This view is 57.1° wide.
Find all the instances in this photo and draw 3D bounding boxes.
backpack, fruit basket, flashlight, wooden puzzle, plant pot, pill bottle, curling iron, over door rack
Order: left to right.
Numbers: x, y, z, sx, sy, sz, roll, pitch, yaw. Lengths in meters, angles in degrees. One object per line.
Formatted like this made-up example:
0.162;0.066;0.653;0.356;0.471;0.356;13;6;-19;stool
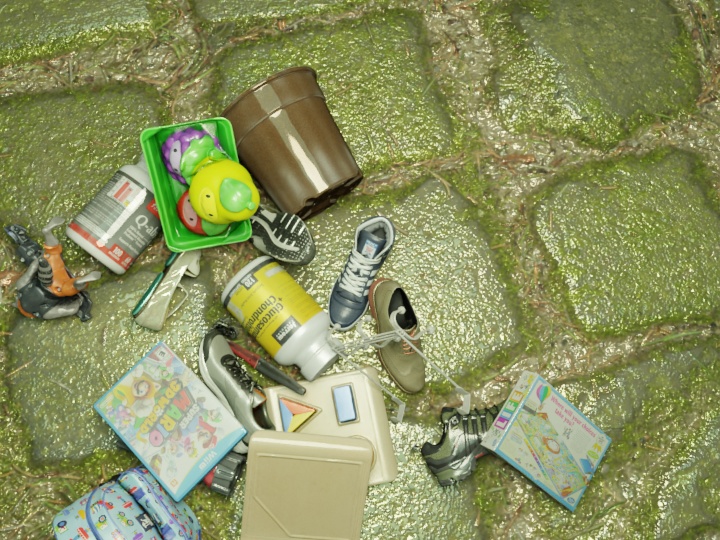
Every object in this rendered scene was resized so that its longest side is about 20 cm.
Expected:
-0.331;0.377;0.939;0.135;0.200;0.183;-38;79;-8;backpack
-0.380;-0.103;1.102;0.116;0.116;0.200;36;78;7;pill bottle
-0.283;0.288;1.038;0.200;0.068;0.068;17;78;7;flashlight
-0.234;-0.123;0.996;0.155;0.216;0.216;-10;76;-7;fruit basket
-0.170;0.142;1.075;0.200;0.050;0.026;36;45;16;curling iron
-0.121;0.080;1.068;0.112;0.112;0.200;-44;81;-11;pill bottle
-0.109;-0.198;1.106;0.200;0.200;0.198;-31;86;-9;plant pot
-0.084;0.343;1.013;0.185;0.037;0.200;6;102;-5;wooden puzzle
-0.052;0.261;1.059;0.200;0.046;0.185;-11;76;-5;wooden puzzle
0.062;0.142;1.017;0.200;0.148;0.067;52;45;-20;over door rack

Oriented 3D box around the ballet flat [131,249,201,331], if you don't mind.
-0.309;0.010;1.115;0.062;0.067;0.200;34;79;-22;ballet flat

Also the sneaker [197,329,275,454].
-0.192;0.184;1.049;0.079;0.074;0.200;-27;84;23;sneaker

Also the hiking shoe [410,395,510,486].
0.179;0.247;1.056;0.200;0.076;0.101;-40;84;-10;hiking shoe

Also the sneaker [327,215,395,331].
0.000;0.000;1.094;0.070;0.109;0.200;25;76;5;sneaker

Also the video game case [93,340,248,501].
-0.290;0.227;1.010;0.200;0.018;0.143;43;81;12;video game case

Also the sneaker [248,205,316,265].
-0.128;-0.053;1.077;0.074;0.080;0.200;-52;44;-7;sneaker

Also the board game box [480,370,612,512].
0.293;0.267;1.029;0.200;0.034;0.135;40;76;-23;board game box

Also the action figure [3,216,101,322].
-0.508;0.001;1.045;0.200;0.193;0.105;46;36;-3;action figure

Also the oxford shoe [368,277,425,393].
0.065;0.112;1.062;0.070;0.075;0.200;-23;102;-17;oxford shoe
